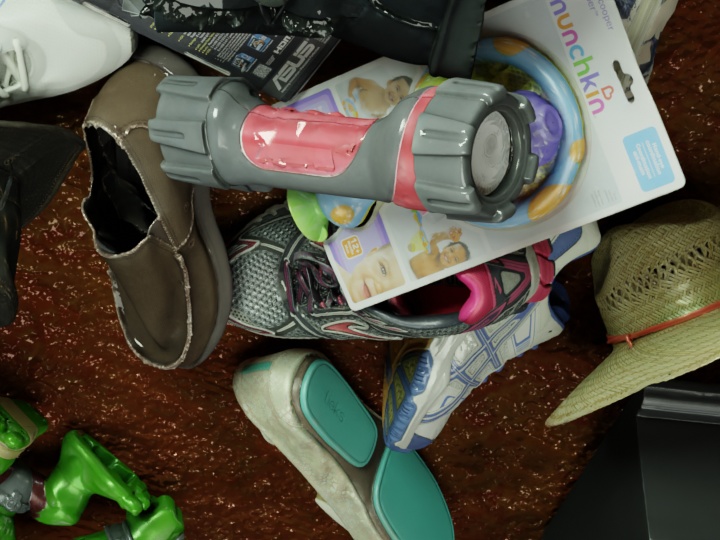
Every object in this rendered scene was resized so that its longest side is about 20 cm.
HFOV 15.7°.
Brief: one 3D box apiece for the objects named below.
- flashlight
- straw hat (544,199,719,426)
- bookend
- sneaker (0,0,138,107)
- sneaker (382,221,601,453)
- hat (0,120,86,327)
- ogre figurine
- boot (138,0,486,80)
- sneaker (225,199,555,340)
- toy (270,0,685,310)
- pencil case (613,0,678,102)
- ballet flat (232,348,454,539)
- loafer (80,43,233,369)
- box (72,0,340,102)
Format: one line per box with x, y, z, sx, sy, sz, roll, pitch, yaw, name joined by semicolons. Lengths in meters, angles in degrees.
-0.013;-0.065;1.255;0.200;0.068;0.068;10;179;35;flashlight
0.174;0.007;1.445;0.201;0.201;0.085;-26;90;17;straw hat
0.185;0.199;1.533;0.092;0.199;0.200;6;145;-13;bookend
-0.209;-0.095;1.304;0.200;0.087;0.075;-8;133;-1;sneaker
0.072;0.034;1.471;0.088;0.075;0.200;10;133;-16;sneaker
-0.215;-0.005;1.335;0.200;0.081;0.201;-23;166;-6;hat
-0.209;0.140;1.531;0.120;0.098;0.200;-49;139;12;ogre figurine
-0.019;-0.165;1.167;0.168;0.076;0.200;10;147;0;boot
0.000;0.000;1.390;0.200;0.075;0.081;-7;102;32;sneaker
0.046;-0.059;1.282;0.200;0.047;0.115;-21;91;33;toy
0.120;-0.119;1.319;0.078;0.089;0.200;5;134;-12;pencil case
-0.010;0.112;1.558;0.062;0.067;0.200;-2;138;35;ballet flat
-0.119;-0.024;1.381;0.073;0.071;0.200;24;135;33;loafer
-0.047;-0.189;1.259;0.161;0.049;0.200;22;127;-28;box
